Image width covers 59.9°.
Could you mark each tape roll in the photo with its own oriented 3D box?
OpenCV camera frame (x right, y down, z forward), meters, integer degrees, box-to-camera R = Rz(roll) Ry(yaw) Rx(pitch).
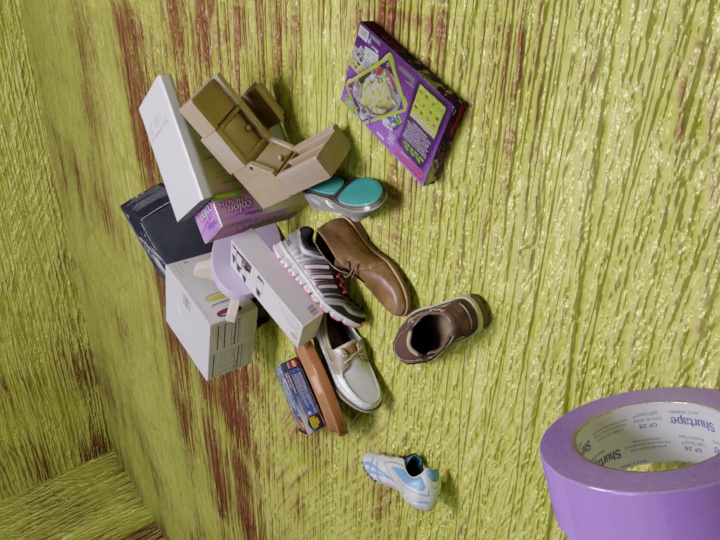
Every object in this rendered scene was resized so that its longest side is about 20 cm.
[{"bbox_3d":[0.264,0.173,0.555,0.199,0.198,0.067,-8,101,55],"label":"tape roll"}]

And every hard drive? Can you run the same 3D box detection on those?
[{"bbox_3d":[-0.302,-0.194,1.018,0.131,0.026,0.204,-20,89,55],"label":"hard drive"}]

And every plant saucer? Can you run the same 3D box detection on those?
[{"bbox_3d":[-0.077,0.207,1.137,0.201,0.032,0.202,90,154,-62],"label":"plant saucer"}]

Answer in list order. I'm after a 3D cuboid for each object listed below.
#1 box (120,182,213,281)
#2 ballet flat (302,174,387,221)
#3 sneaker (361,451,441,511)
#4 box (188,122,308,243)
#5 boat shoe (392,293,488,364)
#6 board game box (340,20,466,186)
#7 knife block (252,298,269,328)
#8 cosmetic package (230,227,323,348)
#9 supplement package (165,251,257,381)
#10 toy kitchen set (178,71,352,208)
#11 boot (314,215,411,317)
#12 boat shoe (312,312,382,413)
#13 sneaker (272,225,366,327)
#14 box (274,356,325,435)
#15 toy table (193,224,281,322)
[{"bbox_3d":[-0.426,-0.075,1.422,0.195,0.123,0.203,20,139,53],"label":"box"},{"bbox_3d":[-0.017,-0.107,0.953,0.199,0.067,0.064,23,152,49],"label":"ballet flat"},{"bbox_3d":[0.069,0.333,1.041,0.199,0.071,0.074,4,75,60],"label":"sneaker"},{"bbox_3d":[-0.213,-0.175,1.081,0.096,0.174,0.203,-27,84,55],"label":"box"},{"bbox_3d":[0.089,0.088,0.871,0.076,0.074,0.202,62,145,12],"label":"boat shoe"},{"bbox_3d":[0.049,-0.221,0.821,0.201,0.032,0.121,51,137,28],"label":"board game box"},{"bbox_3d":[-0.267,0.122,1.401,0.175,0.063,0.203,39,134,39],"label":"knife block"},{"bbox_3d":[-0.147,0.030,1.064,0.200,0.050,0.083,48,152,17],"label":"cosmetic package"},{"bbox_3d":[-0.313,0.091,1.299,0.200,0.110,0.158,43,136,33],"label":"supplement package"},{"bbox_3d":[-0.128,-0.243,0.969,0.179,0.165,0.201,-15,125,44],"label":"toy kitchen set"},{"bbox_3d":[0.000,0.000,0.957,0.201,0.075,0.074,51,139,25],"label":"boot"},{"bbox_3d":[-0.025,0.146,1.062,0.201,0.074,0.069,53,148,25],"label":"boat shoe"},{"bbox_3d":[-0.053,0.005,1.031,0.200,0.087,0.074,45,-175,5],"label":"sneaker"},{"bbox_3d":[-0.122,0.247,1.223,0.200,0.039,0.139,132,116,-74],"label":"box"},{"bbox_3d":[-0.225,-0.006,1.193,0.181,0.202,0.118,23,140,-3],"label":"toy table"}]
